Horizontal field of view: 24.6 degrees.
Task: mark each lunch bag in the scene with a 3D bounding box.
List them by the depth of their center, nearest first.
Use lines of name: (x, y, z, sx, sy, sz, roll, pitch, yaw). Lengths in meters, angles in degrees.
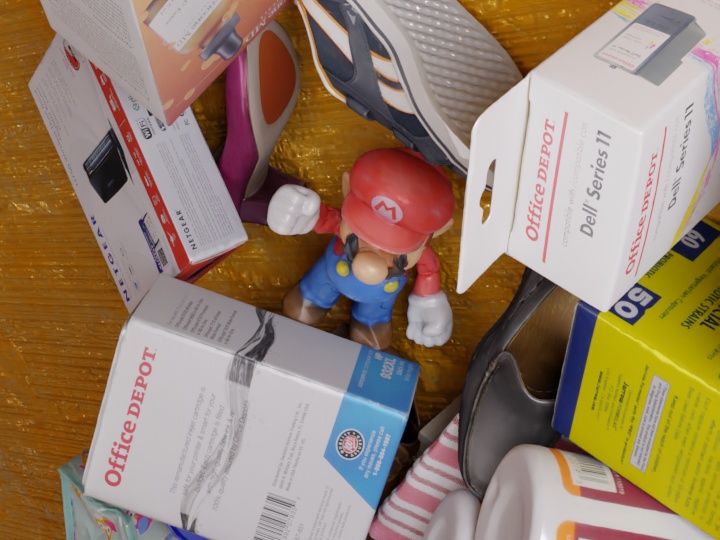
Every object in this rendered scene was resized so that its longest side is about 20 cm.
lunch bag: (-0.163, 0.223, 1.436, 0.121, 0.170, 0.202, 28, 135, 33)

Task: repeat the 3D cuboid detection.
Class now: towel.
towel: (0.105, 0.154, 1.125, 0.145, 0.030, 0.201, 26, 135, -7)

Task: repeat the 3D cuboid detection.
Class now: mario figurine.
mario figurine: (0.000, 0.000, 1.092, 0.200, 0.122, 0.107, 114, 139, -58)

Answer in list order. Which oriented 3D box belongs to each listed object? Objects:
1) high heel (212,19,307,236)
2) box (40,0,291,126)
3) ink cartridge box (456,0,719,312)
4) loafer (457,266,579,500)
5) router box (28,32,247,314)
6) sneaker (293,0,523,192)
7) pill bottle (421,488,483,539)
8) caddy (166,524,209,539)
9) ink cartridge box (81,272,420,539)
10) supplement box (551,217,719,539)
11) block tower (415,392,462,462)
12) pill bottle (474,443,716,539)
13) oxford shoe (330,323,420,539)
high heel: (-0.092, -0.105, 1.143, 0.095, 0.068, 0.201, 20, 139, 23)
box: (-0.107, -0.202, 0.948, 0.106, 0.152, 0.200, 40, 167, 11)
ink cartridge box: (0.133, -0.064, 0.803, 0.067, 0.200, 0.118, 31, 141, 27)
loafer: (0.103, 0.061, 0.995, 0.072, 0.072, 0.202, 18, 114, 2)
router box: (-0.168, -0.083, 1.215, 0.202, 0.049, 0.179, 65, 155, 3)
sneaker: (0.032, -0.119, 0.984, 0.201, 0.078, 0.079, 56, 143, 13)
pill bottle: (0.138, 0.219, 1.071, 0.198, 0.113, 0.112, 16, 144, -9)
caddy: (-0.097, 0.131, 1.287, 0.105, 0.140, 0.202, 10, 118, 56)
ink cartridge box: (-0.076, 0.109, 1.141, 0.198, 0.084, 0.146, 19, 115, 1)
supplement box: (0.221, 0.075, 0.908, 0.199, 0.109, 0.110, 33, 142, 25)
block tower: (0.068, 0.181, 1.233, 0.058, 0.054, 0.201, 34, 142, 23)
pill bottle: (0.175, 0.175, 0.973, 0.198, 0.115, 0.114, 13, 145, -12)
oxford shoe: (0.013, 0.138, 1.247, 0.071, 0.071, 0.202, 19, 133, 31)
